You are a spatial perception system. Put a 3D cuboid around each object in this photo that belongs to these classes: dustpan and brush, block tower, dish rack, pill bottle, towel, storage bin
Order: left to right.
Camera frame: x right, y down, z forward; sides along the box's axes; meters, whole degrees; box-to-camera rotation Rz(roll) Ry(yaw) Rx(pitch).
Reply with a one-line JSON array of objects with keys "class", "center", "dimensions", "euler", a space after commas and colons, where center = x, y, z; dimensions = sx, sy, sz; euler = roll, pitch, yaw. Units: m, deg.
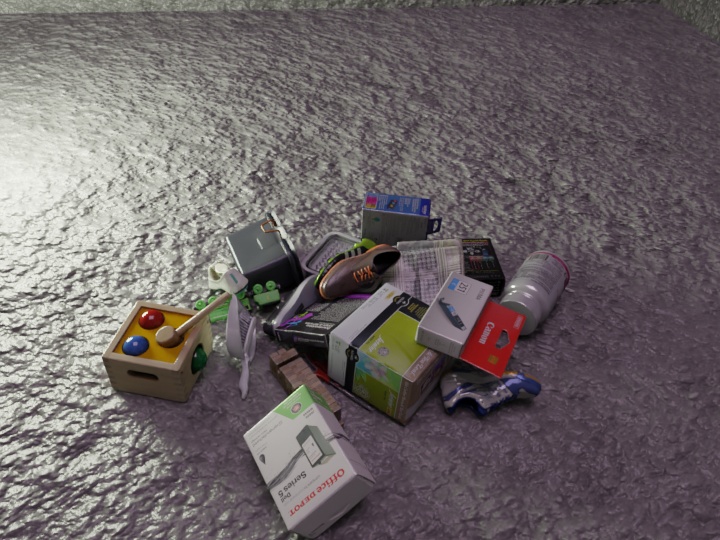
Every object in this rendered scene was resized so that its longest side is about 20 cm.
[{"class": "dustpan and brush", "center": [-0.240, 0.161, 1.264], "dimensions": [0.057, 0.140, 0.201], "euler": [5, 67, 9]}, {"class": "storage bin", "center": [-0.232, -0.038, 1.462], "dimensions": [0.134, 0.146, 0.200], "euler": [-23, 47, -13]}, {"class": "block tower", "center": [-0.108, 0.236, 1.215], "dimensions": [0.054, 0.058, 0.200], "euler": [-24, 50, -27]}, {"class": "dish rack", "center": [-0.027, -0.011, 1.506], "dimensions": [0.199, 0.044, 0.172], "euler": [21, 45, 18]}, {"class": "towel", "center": [0.142, 0.021, 1.403], "dimensions": [0.191, 0.035, 0.201], "euler": [-6, 66, 12]}, {"class": "pill bottle", "center": [0.394, 0.051, 1.414], "dimensions": [0.113, 0.114, 0.200], "euler": [26, 47, 23]}]

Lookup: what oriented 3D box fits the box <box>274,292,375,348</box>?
[{"class": "box", "center": [-0.067, 0.100, 1.320], "dimensions": [0.142, 0.036, 0.200], "euler": [2, 22, 38]}]

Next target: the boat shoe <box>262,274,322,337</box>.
[{"class": "boat shoe", "center": [-0.150, 0.078, 1.388], "dimensions": [0.066, 0.070, 0.200], "euler": [0, 40, 34]}]

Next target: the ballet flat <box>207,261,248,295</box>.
[{"class": "ballet flat", "center": [-0.305, 0.009, 1.377], "dimensions": [0.069, 0.070, 0.200], "euler": [-21, 14, -25]}]

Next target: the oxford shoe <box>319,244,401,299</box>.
[{"class": "oxford shoe", "center": [0.000, 0.000, 1.360], "dimensions": [0.199, 0.071, 0.072], "euler": [-33, 13, -15]}]

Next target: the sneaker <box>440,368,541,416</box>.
[{"class": "sneaker", "center": [0.259, 0.251, 1.225], "dimensions": [0.198, 0.075, 0.089], "euler": [0, 53, 6]}]

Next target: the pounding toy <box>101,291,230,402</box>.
[{"class": "pounding toy", "center": [-0.377, 0.140, 1.238], "dimensions": [0.199, 0.143, 0.185], "euler": [9, 42, 6]}]

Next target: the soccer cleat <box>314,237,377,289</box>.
[{"class": "soccer cleat", "center": [-0.022, -0.007, 1.426], "dimensions": [0.081, 0.068, 0.200], "euler": [41, 52, 18]}]

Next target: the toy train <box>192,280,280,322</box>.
[{"class": "toy train", "center": [-0.273, 0.074, 1.381], "dimensions": [0.199, 0.042, 0.057], "euler": [-16, 76, -8]}]

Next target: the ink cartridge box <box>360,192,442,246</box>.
[{"class": "ink cartridge box", "center": [0.104, -0.116, 1.561], "dimensions": [0.199, 0.137, 0.077], "euler": [9, 47, 5]}]

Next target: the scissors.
[{"class": "scissors", "center": [-0.060, 0.229, 1.261], "dimensions": [0.073, 0.014, 0.200], "euler": [-21, 48, -28]}]

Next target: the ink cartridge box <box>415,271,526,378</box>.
[{"class": "ink cartridge box", "center": [0.224, 0.099, 1.209], "dimensions": [0.175, 0.045, 0.200], "euler": [22, 41, 16]}]

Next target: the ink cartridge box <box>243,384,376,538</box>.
[{"class": "ink cartridge box", "center": [-0.090, 0.324, 1.057], "dimensions": [0.145, 0.084, 0.200], "euler": [-40, 51, 0]}]

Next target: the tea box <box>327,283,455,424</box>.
[{"class": "tea box", "center": [0.070, 0.161, 1.246], "dimensions": [0.196, 0.134, 0.200], "euler": [28, 44, 25]}]

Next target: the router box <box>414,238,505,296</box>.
[{"class": "router box", "center": [0.236, -0.007, 1.505], "dimensions": [0.198, 0.062, 0.150], "euler": [-1, 43, -5]}]
